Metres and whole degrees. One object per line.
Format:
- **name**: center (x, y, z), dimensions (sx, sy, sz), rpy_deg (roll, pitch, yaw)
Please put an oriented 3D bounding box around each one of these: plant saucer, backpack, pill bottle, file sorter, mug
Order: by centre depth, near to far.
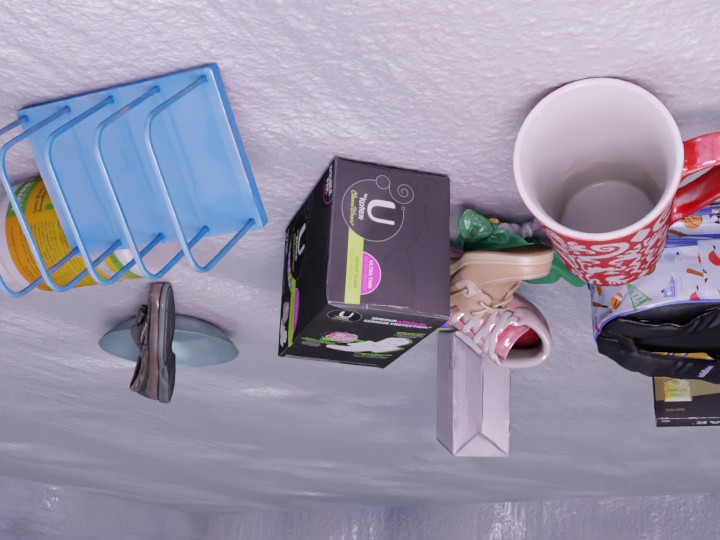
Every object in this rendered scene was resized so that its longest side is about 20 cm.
- **file sorter**: center (-0.202, -0.064, 0.877), dimensions (0.198, 0.123, 0.140), rpy_deg (-7, 114, 23)
- **mug**: center (0.229, -0.055, 0.932), dimensions (0.176, 0.135, 0.200), rpy_deg (18, 170, 20)
- **pill bottle**: center (-0.284, -0.039, 1.061), dimensions (0.198, 0.113, 0.111), rpy_deg (-8, 159, 25)
- **backpack**: center (0.329, 0.020, 1.117), dimensions (0.188, 0.156, 0.201), rpy_deg (-8, 154, -5)
- **plant saucer**: center (-0.271, 0.095, 1.548), dimensions (0.198, 0.039, 0.201), rpy_deg (2, 160, 1)

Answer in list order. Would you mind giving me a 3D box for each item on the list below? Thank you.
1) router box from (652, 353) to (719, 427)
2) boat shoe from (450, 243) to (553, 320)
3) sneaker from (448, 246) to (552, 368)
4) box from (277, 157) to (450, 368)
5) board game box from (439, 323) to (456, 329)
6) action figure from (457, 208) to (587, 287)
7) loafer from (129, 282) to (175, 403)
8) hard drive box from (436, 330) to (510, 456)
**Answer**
- **router box**: center (0.463, 0.110, 1.351), dimensions (0.197, 0.159, 0.052), rpy_deg (-4, 160, 13)
- **boat shoe**: center (0.123, 0.014, 1.050), dimensions (0.070, 0.065, 0.200), rpy_deg (-6, 177, -24)
- **sneaker**: center (0.131, 0.042, 1.202), dimensions (0.199, 0.076, 0.105), rpy_deg (29, -164, -14)
- **box**: center (0.000, 0.000, 1.090), dimensions (0.123, 0.150, 0.200), rpy_deg (8, 160, -16)
- **board game box**: center (0.072, 0.032, 1.332), dimensions (0.197, 0.045, 0.135), rpy_deg (0, 160, 4)
- **action figure**: center (0.161, -0.026, 1.148), dimensions (0.117, 0.055, 0.199), rpy_deg (-10, 161, 35)
- **loafer**: center (-0.277, 0.098, 1.420), dimensions (0.062, 0.072, 0.202), rpy_deg (7, 130, 0)
- **hard drive box**: center (0.147, 0.159, 1.445), dimensions (0.076, 0.158, 0.200), rpy_deg (1, 178, -2)
